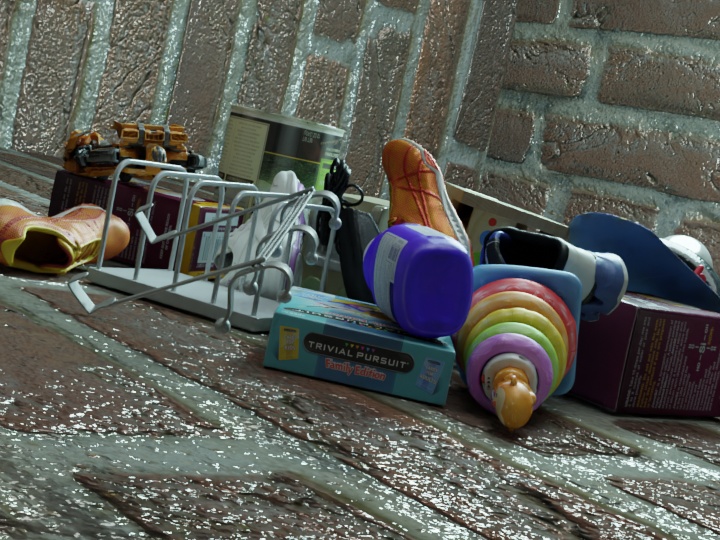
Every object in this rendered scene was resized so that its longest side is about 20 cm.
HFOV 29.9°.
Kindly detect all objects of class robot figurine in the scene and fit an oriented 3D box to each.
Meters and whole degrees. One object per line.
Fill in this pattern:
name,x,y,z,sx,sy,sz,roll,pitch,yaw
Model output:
robot figurine,-0.252,-0.129,1.473,0.144,0.059,0.199,1,1,-28

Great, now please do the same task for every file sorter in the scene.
file sorter,-0.139,-0.025,1.324,0.198,0.126,0.138,16,7,26

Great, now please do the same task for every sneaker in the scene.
sneaker,-0.295,-0.022,1.334,0.077,0.073,0.199,39,21,24
sneaker,0.135,0.012,1.249,0.115,0.081,0.199,29,-39,-34
sneaker,0.053,-0.062,1.387,0.076,0.073,0.201,-13,48,-10
sneaker,-0.108,-0.042,1.468,0.098,0.075,0.201,-2,40,7

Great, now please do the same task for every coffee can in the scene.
coffee can,-0.110,-0.090,1.661,0.145,0.202,0.146,12,6,-1

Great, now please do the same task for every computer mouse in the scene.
computer mouse,0.000,0.000,1.363,0.052,0.201,0.139,-23,-26,-19

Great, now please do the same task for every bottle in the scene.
bottle,0.043,0.003,1.162,0.065,0.085,0.200,3,6,-11

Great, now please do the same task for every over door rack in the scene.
over door rack,-0.126,-0.007,1.157,0.198,0.067,0.148,-5,26,20

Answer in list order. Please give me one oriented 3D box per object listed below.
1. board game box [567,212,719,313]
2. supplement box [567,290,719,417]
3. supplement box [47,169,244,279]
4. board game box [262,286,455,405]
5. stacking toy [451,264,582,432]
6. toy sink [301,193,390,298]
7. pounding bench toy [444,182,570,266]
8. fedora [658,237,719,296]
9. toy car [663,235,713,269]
board game box,0.313,-0.007,1.423,0.200,0.039,0.158,42,-17,-11
supplement box,0.272,0.077,1.328,0.199,0.104,0.130,7,8,-42
supplement box,-0.250,-0.054,1.564,0.198,0.087,0.110,14,6,22
board game box,0.002,0.061,1.167,0.149,0.047,0.200,12,5,0
stacking toy,0.124,0.079,1.095,0.108,0.117,0.200,4,19,7
toy sink,0.000,-0.017,1.542,0.111,0.132,0.200,14,7,23
pounding bench toy,0.131,-0.004,1.522,0.123,0.158,0.200,18,6,-8
fedora,0.332,0.059,1.570,0.199,0.202,0.092,15,-27,28
toy car,0.346,0.046,1.711,0.198,0.176,0.151,14,42,11
